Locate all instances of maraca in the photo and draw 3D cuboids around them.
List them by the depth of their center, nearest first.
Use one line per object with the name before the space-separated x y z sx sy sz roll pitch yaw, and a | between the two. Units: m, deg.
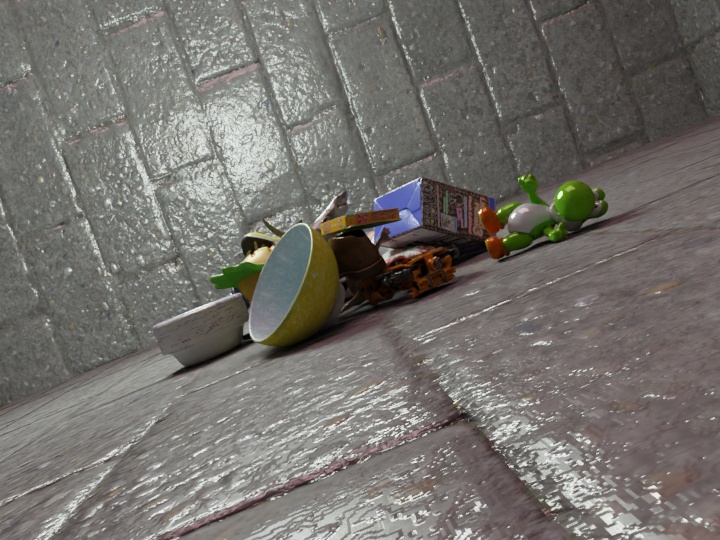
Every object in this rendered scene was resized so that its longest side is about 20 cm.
maraca | -0.173 0.011 1.317 0.197 0.109 0.136 2 -26 -40

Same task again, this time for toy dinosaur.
toy dinosaur | 0.000 0.000 1.380 0.084 0.205 0.136 9 -22 -5

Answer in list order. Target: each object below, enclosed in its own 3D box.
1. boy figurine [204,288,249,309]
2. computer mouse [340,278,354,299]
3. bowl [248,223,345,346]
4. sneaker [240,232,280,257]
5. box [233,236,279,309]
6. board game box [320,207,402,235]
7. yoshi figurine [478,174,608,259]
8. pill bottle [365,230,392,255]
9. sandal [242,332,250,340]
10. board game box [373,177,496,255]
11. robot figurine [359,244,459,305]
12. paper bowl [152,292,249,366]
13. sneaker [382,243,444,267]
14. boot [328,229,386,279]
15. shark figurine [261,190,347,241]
boy figurine | -0.328 0.125 1.683 0.200 0.065 0.123 -46 -47 13
computer mouse | -0.046 0.048 1.600 0.108 0.045 0.199 -18 -6 -37
bowl | -0.088 0.039 1.177 0.106 0.205 0.199 25 -21 -25
sneaker | -0.146 -0.031 1.434 0.079 0.197 0.091 -51 32 27
box | -0.148 -0.009 1.550 0.113 0.135 0.198 -20 1 40
board game box | -0.002 -0.083 1.251 0.093 0.031 0.200 -10 5 -16
yoshi figurine | 0.286 -0.091 1.147 0.196 0.114 0.112 -18 19 17
pill bottle | 0.033 -0.031 1.627 0.197 0.115 0.111 -9 10 40
sandal | -0.163 0.093 1.540 0.197 0.049 0.075 -24 3 -21
board game box | 0.148 -0.097 1.460 0.196 0.100 0.158 11 -17 -35
robot figurine | 0.081 0.009 1.186 0.143 0.059 0.199 -24 3 -24
paper bowl | -0.324 0.128 1.532 0.196 0.107 0.201 -22 2 1
sneaker | 0.066 -0.003 1.418 0.107 0.069 0.199 -21 4 -43
boot | -0.035 -0.026 1.234 0.073 0.077 0.198 -38 15 -33
shark figurine | -0.107 -0.073 1.392 0.088 0.131 0.213 22 30 25
